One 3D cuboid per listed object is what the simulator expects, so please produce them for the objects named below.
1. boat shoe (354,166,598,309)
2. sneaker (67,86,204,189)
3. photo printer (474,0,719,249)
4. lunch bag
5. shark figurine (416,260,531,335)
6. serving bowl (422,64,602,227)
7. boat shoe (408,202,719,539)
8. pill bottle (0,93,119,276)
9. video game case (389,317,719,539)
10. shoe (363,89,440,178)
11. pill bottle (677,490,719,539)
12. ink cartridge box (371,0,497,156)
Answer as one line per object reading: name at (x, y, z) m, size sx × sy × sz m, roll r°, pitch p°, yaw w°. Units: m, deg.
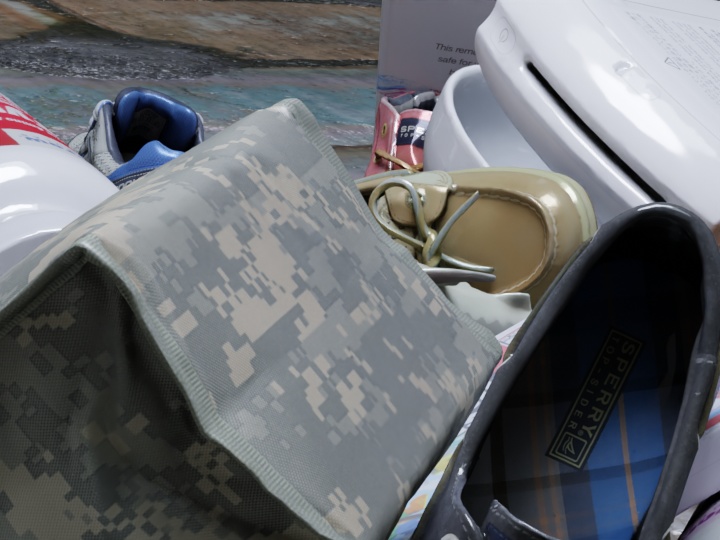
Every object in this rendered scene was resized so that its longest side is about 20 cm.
boat shoe at (0.000, 0.000, 0.944) m, size 0.200 × 0.073 × 0.063 m, roll -12°, pitch -7°, yaw 30°
sneaker at (-0.103, -0.049, 1.121) m, size 0.077 × 0.085 × 0.200 m, roll 2°, pitch 15°, yaw -19°
photo printer at (0.151, -0.058, 1.017) m, size 0.200 × 0.069 × 0.166 m, roll 2°, pitch 40°, yaw -49°
lunch bag at (-0.080, 0.067, 0.600) m, size 0.118 × 0.200 × 0.164 m, roll 51°, pitch 21°, yaw -3°
shark figurine at (0.017, 0.036, 0.869) m, size 0.214 × 0.090 × 0.128 m, roll 14°, pitch -1°, yaw -35°
serving bowl at (0.107, -0.007, 1.033) m, size 0.200 × 0.066 × 0.200 m, roll 28°, pitch 25°, yaw -14°
boat shoe at (0.044, 0.070, 0.565) m, size 0.070 × 0.200 × 0.066 m, roll 25°, pitch -22°, yaw 13°
pill bottle at (-0.145, -0.003, 0.882) m, size 0.112 × 0.112 × 0.200 m, roll 0°, pitch 17°, yaw -26°
video game case at (0.031, 0.062, 0.701) m, size 0.143 × 0.017 × 0.200 m, roll -29°, pitch 12°, yaw -11°
shoe at (0.020, -0.029, 1.089) m, size 0.071 × 0.091 × 0.200 m, roll 9°, pitch 15°, yaw 8°
pill bottle at (0.133, 0.101, 0.627) m, size 0.112 × 0.112 × 0.200 m, roll 12°, pitch 15°, yaw 16°
ink cartridge box at (0.085, -0.111, 1.199) m, size 0.145 × 0.200 × 0.084 m, roll 8°, pitch 48°, yaw 4°
